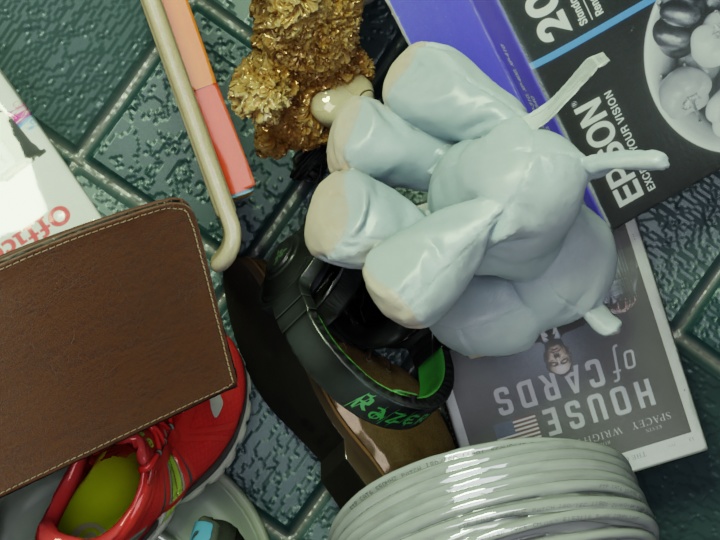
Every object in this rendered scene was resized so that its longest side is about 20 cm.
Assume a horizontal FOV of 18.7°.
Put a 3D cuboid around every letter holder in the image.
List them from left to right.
[{"bbox_3d":[-0.190,0.029,1.228,0.200,0.101,0.142,-25,127,-19],"label":"letter holder"}]

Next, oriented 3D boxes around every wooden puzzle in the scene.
[{"bbox_3d":[-0.096,-0.101,1.292,0.037,0.185,0.200,-15,92,-4],"label":"wooden puzzle"}]

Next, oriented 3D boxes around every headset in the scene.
[{"bbox_3d":[0.000,0.000,1.314,0.094,0.123,0.200,-44,51,27],"label":"headset"}]

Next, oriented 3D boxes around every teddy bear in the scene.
[{"bbox_3d":[-0.027,-0.146,1.253,0.067,0.145,0.200,13,122,17],"label":"teddy bear"}]

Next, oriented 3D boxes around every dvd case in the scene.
[{"bbox_3d":[0.116,0.038,1.364,0.150,0.025,0.200,-17,83,0],"label":"dvd case"}]

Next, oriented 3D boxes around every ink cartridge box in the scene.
[{"bbox_3d":[-0.265,-0.061,1.321,0.148,0.086,0.200,-35,83,-10],"label":"ink cartridge box"},{"bbox_3d":[0.144,-0.127,1.301,0.200,0.043,0.198,-30,117,0],"label":"ink cartridge box"}]

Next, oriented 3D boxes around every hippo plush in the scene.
[{"bbox_3d":[0.079,-0.037,1.263,0.200,0.161,0.159,-31,57,9],"label":"hippo plush"}]

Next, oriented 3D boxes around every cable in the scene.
[{"bbox_3d":[0.079,0.170,1.307,0.200,0.200,0.069,-24,59,13],"label":"cable"}]

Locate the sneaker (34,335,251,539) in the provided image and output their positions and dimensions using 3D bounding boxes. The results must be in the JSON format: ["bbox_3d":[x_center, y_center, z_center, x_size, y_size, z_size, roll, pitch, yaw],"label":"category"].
[{"bbox_3d":[-0.128,0.111,1.324,0.077,0.085,0.200,27,62,11],"label":"sneaker"}]

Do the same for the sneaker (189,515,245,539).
[{"bbox_3d":[-0.045,0.220,1.330,0.082,0.073,0.200,-13,128,17],"label":"sneaker"}]

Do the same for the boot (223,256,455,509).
[{"bbox_3d":[-0.013,0.070,1.371,0.075,0.074,0.200,-33,89,-26],"label":"boot"}]

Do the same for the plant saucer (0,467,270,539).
[{"bbox_3d":[-0.152,0.205,1.374,0.200,0.050,0.200,0,93,-1],"label":"plant saucer"}]

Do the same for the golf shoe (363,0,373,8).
[{"bbox_3d":[-0.052,-0.246,1.325,0.200,0.078,0.097,42,122,-9],"label":"golf shoe"}]
